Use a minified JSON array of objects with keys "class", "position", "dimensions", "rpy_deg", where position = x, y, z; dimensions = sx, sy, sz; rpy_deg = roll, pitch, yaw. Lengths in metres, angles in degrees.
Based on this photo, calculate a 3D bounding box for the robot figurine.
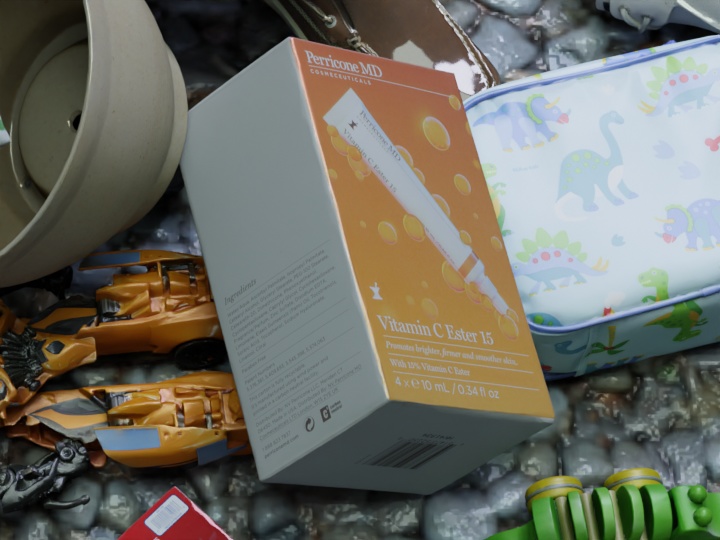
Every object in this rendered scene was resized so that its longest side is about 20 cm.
[{"class":"robot figurine","position":[-0.139,0.048,1.517],"dimensions":[0.199,0.058,0.145],"rpy_deg":[-5,60,-8]}]

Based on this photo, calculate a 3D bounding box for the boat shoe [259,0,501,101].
[{"class":"boat shoe","position":[-0.005,-0.151,1.626],"dimensions":[0.202,0.075,0.075],"rpy_deg":[38,65,14]}]

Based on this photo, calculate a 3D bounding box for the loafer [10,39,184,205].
[{"class":"loafer","position":[-0.169,-0.110,1.600],"dimensions":[0.201,0.070,0.068],"rpy_deg":[51,27,7]}]

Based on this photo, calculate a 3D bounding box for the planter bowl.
[{"class":"planter bowl","position":[-0.171,-0.081,1.481],"dimensions":[0.200,0.135,0.201],"rpy_deg":[-6,79,33]}]

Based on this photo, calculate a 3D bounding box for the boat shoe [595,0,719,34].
[{"class":"boat shoe","position":[0.163,-0.166,1.664],"dimensions":[0.200,0.071,0.070],"rpy_deg":[43,94,12]}]

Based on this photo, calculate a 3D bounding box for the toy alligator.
[{"class":"toy alligator","position":[0.151,0.127,1.505],"dimensions":[0.199,0.054,0.059],"rpy_deg":[-5,63,-8]}]

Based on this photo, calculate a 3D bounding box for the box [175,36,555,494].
[{"class":"box","position":[0.000,0.000,1.491],"dimensions":[0.124,0.097,0.201],"rpy_deg":[8,58,-45]}]

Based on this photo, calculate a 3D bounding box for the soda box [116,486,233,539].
[{"class":"soda box","position":[-0.137,0.200,1.430],"dimensions":[0.063,0.070,0.200],"rpy_deg":[41,65,15]}]

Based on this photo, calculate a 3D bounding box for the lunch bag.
[{"class":"lunch bag","position":[0.146,-0.036,1.576],"dimensions":[0.199,0.083,0.161],"rpy_deg":[-15,65,-13]}]

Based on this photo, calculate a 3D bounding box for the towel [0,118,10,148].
[{"class":"towel","position":[-0.250,-0.118,1.446],"dimensions":[0.152,0.023,0.201],"rpy_deg":[-29,67,27]}]
